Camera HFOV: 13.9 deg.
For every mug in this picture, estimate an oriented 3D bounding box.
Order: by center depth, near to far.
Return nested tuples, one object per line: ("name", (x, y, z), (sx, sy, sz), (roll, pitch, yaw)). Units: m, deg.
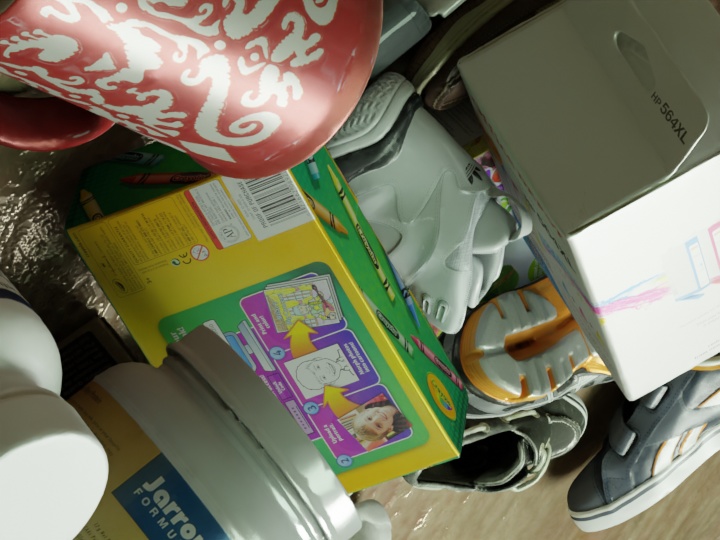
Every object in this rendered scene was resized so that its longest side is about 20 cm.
("mug", (-0.113, -0.109, 1.288), (0.200, 0.133, 0.178), (18, 113, -51))

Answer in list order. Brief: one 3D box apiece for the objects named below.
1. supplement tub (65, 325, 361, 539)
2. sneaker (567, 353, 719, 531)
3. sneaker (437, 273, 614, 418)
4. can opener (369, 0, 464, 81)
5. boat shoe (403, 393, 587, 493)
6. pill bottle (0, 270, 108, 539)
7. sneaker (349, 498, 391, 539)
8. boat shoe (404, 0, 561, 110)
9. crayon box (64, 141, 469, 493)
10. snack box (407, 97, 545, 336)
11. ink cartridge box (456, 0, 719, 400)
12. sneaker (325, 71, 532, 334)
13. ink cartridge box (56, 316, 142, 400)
("supplement tub", (-0.114, 0.134, 1.363), (0.200, 0.145, 0.145), (-39, 148, -9))
("sneaker", (0.203, 0.087, 1.929), (0.200, 0.078, 0.079), (-37, 107, 14))
("sneaker", (0.100, 0.039, 1.640), (0.077, 0.078, 0.200), (-29, 168, 37))
("can opener", (0.013, -0.124, 1.480), (0.200, 0.053, 0.066), (-38, 149, -8))
("boat shoe", (0.080, 0.108, 1.820), (0.200, 0.064, 0.071), (0, 128, -48))
("pill bottle", (-0.201, 0.041, 1.293), (0.120, 0.200, 0.120), (-29, 146, -22))
("sneaker", (-0.017, 0.193, 1.740), (0.075, 0.089, 0.200), (-34, 176, 17))
("boat shoe", (0.120, -0.134, 1.552), (0.202, 0.075, 0.075), (-34, 169, -15))
("crayon box", (-0.043, 0.022, 1.456), (0.119, 0.058, 0.200), (-20, 120, 20))
("snack box", (0.094, -0.053, 1.642), (0.200, 0.068, 0.169), (-31, 147, -22))
("ink cartridge box", (0.142, -0.054, 1.496), (0.125, 0.129, 0.200), (-30, 146, -2))
("sneaker", (0.000, 0.000, 1.520), (0.200, 0.115, 0.075), (-51, 180, 35))
("ink cartridge box", (-0.166, 0.142, 1.574), (0.165, 0.075, 0.200), (-34, 146, -13))
